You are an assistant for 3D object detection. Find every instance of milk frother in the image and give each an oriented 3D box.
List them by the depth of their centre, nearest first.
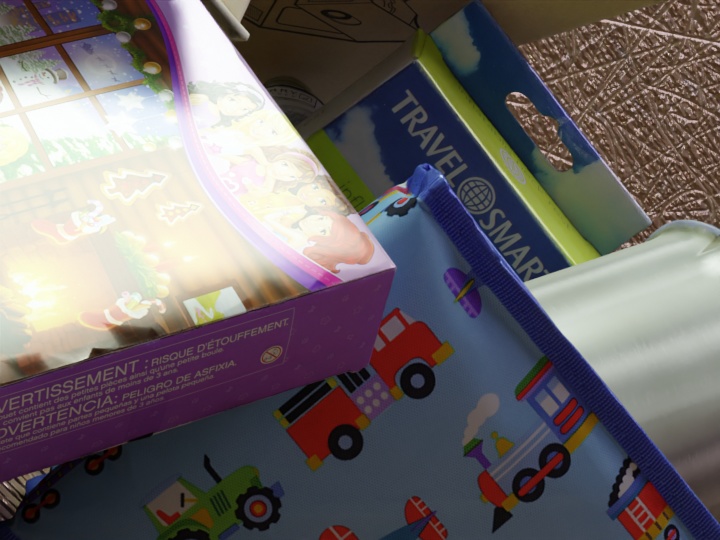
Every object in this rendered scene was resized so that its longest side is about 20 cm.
[{"bbox_3d":[0.026,0.050,0.856,0.200,0.188,0.181,59,-27,29],"label":"milk frother"}]

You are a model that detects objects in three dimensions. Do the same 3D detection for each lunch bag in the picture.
[{"bbox_3d":[0.023,0.095,0.644,0.200,0.150,0.094,52,3,-3],"label":"lunch bag"}]

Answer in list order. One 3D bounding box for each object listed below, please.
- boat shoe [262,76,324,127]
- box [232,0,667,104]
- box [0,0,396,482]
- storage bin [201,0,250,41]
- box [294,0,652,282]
[{"bbox_3d":[-0.020,0.015,0.994,0.062,0.072,0.201,-73,162,-69],"label":"boat shoe"},{"bbox_3d":[-0.003,-0.122,0.911,0.163,0.200,0.021,28,59,-40],"label":"box"},{"bbox_3d":[-0.100,-0.039,0.585,0.200,0.137,0.039,53,-34,32],"label":"box"},{"bbox_3d":[-0.145,-0.166,0.776,0.200,0.094,0.199,4,-29,34],"label":"storage bin"},{"bbox_3d":[0.000,0.000,0.928,0.122,0.200,0.048,51,18,-12],"label":"box"}]
